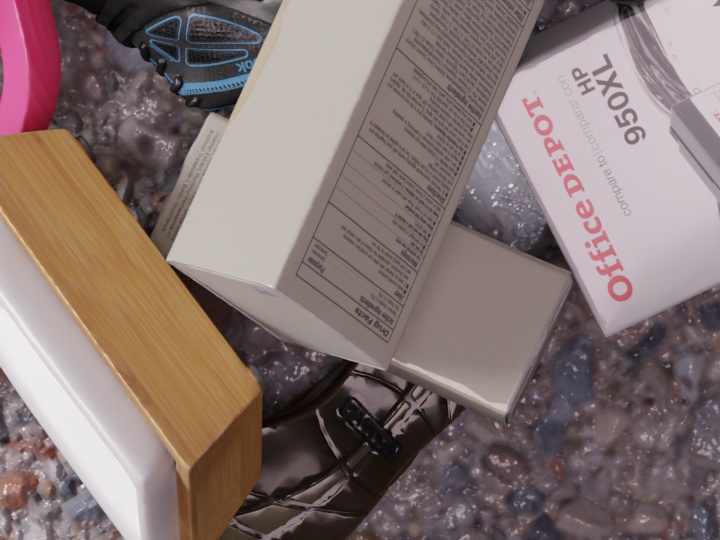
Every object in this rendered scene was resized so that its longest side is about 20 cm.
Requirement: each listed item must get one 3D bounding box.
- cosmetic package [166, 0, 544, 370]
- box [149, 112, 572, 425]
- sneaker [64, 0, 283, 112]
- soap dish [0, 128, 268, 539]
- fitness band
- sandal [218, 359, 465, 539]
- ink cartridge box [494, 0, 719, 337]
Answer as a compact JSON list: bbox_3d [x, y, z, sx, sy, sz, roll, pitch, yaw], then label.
[{"bbox_3d":[0.001,-0.068,1.190,0.073,0.104,0.200,15,75,38],"label":"cosmetic package"},{"bbox_3d":[0.000,0.000,1.272,0.200,0.068,0.082,26,83,6],"label":"box"},{"bbox_3d":[-0.090,-0.121,1.272,0.200,0.073,0.082,17,107,1],"label":"sneaker"},{"bbox_3d":[-0.123,0.036,1.241,0.081,0.157,0.200,-32,72,-15],"label":"soap dish"},{"bbox_3d":[-0.222,-0.138,1.261,0.144,0.037,0.200,-7,104,31],"label":"fitness band"},{"bbox_3d":[-0.016,0.085,1.327,0.200,0.055,0.082,-44,102,-5],"label":"sandal"},{"bbox_3d":[0.176,-0.077,1.265,0.200,0.084,0.145,-26,100,8],"label":"ink cartridge box"}]
